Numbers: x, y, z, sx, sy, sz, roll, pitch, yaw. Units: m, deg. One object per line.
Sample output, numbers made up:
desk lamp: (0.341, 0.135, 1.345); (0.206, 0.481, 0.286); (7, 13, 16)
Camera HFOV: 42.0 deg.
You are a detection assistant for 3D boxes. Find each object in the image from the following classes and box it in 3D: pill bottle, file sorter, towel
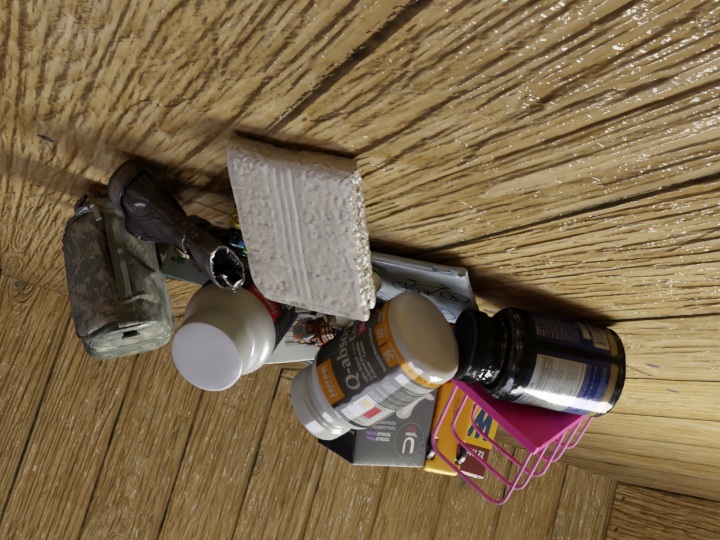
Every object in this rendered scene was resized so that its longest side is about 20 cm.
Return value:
pill bottle: (-0.148, 0.056, 1.149); (0.118, 0.121, 0.200); (14, -152, 10)
pill bottle: (0.013, 0.120, 1.132); (0.199, 0.118, 0.116); (-35, 137, 31)
file sorter: (0.207, 0.193, 1.236); (0.139, 0.127, 0.198); (40, -144, 26)
towel: (-0.053, -0.037, 0.902); (0.130, 0.035, 0.202); (12, 137, 17)
pill bottle: (0.212, 0.107, 1.140); (0.197, 0.114, 0.112); (13, 170, -15)

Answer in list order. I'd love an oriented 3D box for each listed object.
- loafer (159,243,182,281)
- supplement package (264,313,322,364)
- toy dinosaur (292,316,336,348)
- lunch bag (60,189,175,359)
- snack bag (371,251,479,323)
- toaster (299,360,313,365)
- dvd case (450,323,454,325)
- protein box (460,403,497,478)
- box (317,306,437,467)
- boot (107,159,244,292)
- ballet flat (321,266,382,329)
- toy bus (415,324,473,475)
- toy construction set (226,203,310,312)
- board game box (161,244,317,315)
loafer: (-0.298, -0.020, 1.458); (0.196, 0.069, 0.076); (3, 175, -14)
supplement package: (-0.150, 0.084, 1.519); (0.116, 0.119, 0.199); (-3, -179, -32)
toy dinosaur: (0.002, 0.098, 1.382); (0.196, 0.104, 0.136); (14, 156, 7)
lunch bag: (-0.334, 0.008, 1.293); (0.137, 0.204, 0.168); (-10, 168, -19)
snack bag: (0.055, 0.016, 1.156); (0.185, 0.022, 0.200); (12, 162, 19)
toaster: (-0.026, 0.128, 1.641); (0.196, 0.116, 0.129); (15, 173, -2)
dvd case: (0.075, 0.051, 1.360); (0.197, 0.018, 0.142); (10, 166, 34)
protein box: (0.118, 0.195, 1.470); (0.133, 0.202, 0.200); (18, 174, -18)
box: (0.029, 0.154, 1.279); (0.121, 0.204, 0.106); (9, -178, -31)
boot: (-0.203, -0.033, 1.092); (0.173, 0.069, 0.200); (39, 171, 13)
ballet flat: (-0.024, 0.040, 1.164); (0.066, 0.063, 0.200); (19, 163, -5)
toy bus: (0.117, 0.178, 1.319); (0.064, 0.204, 0.078); (15, 175, -30)
toy construction set: (-0.083, -0.028, 1.061); (0.129, 0.093, 0.201); (16, 158, 6)
board game box: (-0.161, 0.008, 1.336); (0.197, 0.065, 0.147); (16, 178, 10)
